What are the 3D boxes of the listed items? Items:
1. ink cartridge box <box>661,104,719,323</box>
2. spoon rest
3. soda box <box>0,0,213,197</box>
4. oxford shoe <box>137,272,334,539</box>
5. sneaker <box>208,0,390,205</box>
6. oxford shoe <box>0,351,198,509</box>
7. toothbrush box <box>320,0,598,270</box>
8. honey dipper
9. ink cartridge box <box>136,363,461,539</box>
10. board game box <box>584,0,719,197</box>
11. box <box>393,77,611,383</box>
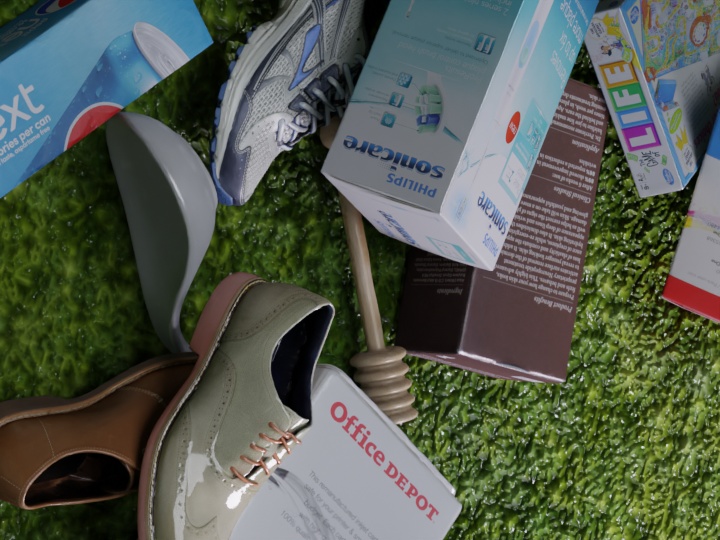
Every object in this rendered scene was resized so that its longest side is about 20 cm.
[{"bbox_3d":[0.268,-0.041,1.974,0.116,0.067,0.200,-46,155,-54],"label":"ink cartridge box"},{"bbox_3d":[-0.108,-0.009,1.715,0.061,0.099,0.200,-33,125,-16],"label":"spoon rest"},{"bbox_3d":[-0.183,-0.110,1.660,0.200,0.064,0.068,-39,114,-31],"label":"soda box"},{"bbox_3d":[-0.072,0.097,1.658,0.071,0.074,0.200,32,71,-53],"label":"oxford shoe"},{"bbox_3d":[-0.028,-0.123,1.756,0.085,0.077,0.200,24,72,9],"label":"sneaker"},{"bbox_3d":[-0.135,0.103,1.688,0.200,0.071,0.071,-17,131,-35],"label":"oxford shoe"},{"bbox_3d":[0.065,-0.118,1.767,0.200,0.085,0.146,-67,161,-8],"label":"toothbrush box"},{"bbox_3d":[0.000,0.000,1.835,0.038,0.038,0.200,-15,96,-38],"label":"honey dipper"},{"bbox_3d":[-0.049,0.176,1.763,0.145,0.083,0.200,48,62,-29],"label":"ink cartridge box"},{"bbox_3d":[0.217,-0.154,1.959,0.200,0.034,0.135,-47,121,-54],"label":"board game box"},{"bbox_3d":[0.095,-0.033,1.884,0.100,0.075,0.200,17,78,-39],"label":"box"}]
